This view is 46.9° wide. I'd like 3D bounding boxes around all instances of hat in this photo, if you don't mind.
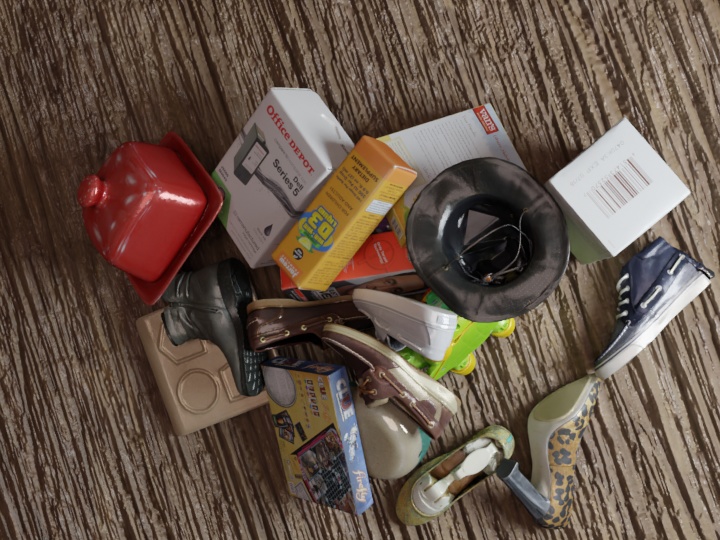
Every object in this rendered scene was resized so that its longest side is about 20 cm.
[{"bbox_3d":[0.159,-0.035,1.013,0.200,0.081,0.201,-2,85,19],"label":"hat"}]

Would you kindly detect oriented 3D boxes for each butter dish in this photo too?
[{"bbox_3d":[-0.315,-0.089,1.133,0.200,0.148,0.200,-52,50,15],"label":"butter dish"}]

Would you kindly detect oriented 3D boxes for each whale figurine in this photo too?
[{"bbox_3d":[0.011,0.195,1.144,0.200,0.104,0.160,28,127,30],"label":"whale figurine"}]

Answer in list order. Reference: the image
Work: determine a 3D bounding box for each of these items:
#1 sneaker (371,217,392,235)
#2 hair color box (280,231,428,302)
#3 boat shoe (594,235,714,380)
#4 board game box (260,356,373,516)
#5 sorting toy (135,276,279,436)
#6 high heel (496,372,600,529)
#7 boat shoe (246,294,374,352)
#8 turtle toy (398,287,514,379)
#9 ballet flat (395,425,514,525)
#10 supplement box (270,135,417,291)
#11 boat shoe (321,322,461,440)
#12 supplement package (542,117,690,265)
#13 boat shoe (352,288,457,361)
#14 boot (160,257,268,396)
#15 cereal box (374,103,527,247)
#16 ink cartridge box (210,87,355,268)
[{"bbox_3d":[0.057,-0.068,1.142,0.200,0.073,0.114,-40,87,8],"label":"sneaker"},{"bbox_3d":[0.000,0.000,1.130,0.199,0.102,0.061,-10,69,10],"label":"hair color box"},{"bbox_3d":[0.359,0.046,1.093,0.200,0.075,0.093,-44,76,0],"label":"boat shoe"},{"bbox_3d":[-0.059,0.221,1.122,0.135,0.035,0.201,3,109,43],"label":"board game box"},{"bbox_3d":[-0.214,0.124,1.211,0.199,0.036,0.186,-22,86,14],"label":"sorting toy"},{"bbox_3d":[0.282,0.246,1.122,0.200,0.071,0.143,-47,115,-12],"label":"high heel"},{"bbox_3d":[-0.055,0.078,1.134,0.199,0.070,0.071,-4,60,-10],"label":"boat shoe"},{"bbox_3d":[0.108,0.078,1.107,0.200,0.146,0.101,-44,62,7],"label":"turtle toy"},{"bbox_3d":[0.124,0.282,1.132,0.200,0.071,0.071,-38,84,8],"label":"ballet flat"},{"bbox_3d":[-0.022,-0.067,1.035,0.067,0.069,0.200,46,110,22],"label":"supplement box"},{"bbox_3d":[0.028,0.140,1.040,0.200,0.072,0.072,35,74,-6],"label":"boat shoe"},{"bbox_3d":[0.299,-0.090,1.028,0.117,0.200,0.117,-40,84,2],"label":"supplement package"},{"bbox_3d":[0.048,0.067,1.038,0.200,0.072,0.069,15,91,53],"label":"boat shoe"},{"bbox_3d":[-0.208,0.087,1.164,0.130,0.068,0.201,-16,82,21],"label":"boot"},{"bbox_3d":[0.114,-0.128,1.092,0.199,0.040,0.144,-19,74,-18],"label":"cereal box"},{"bbox_3d":[-0.106,-0.123,1.111,0.200,0.084,0.146,-48,68,34],"label":"ink cartridge box"}]
